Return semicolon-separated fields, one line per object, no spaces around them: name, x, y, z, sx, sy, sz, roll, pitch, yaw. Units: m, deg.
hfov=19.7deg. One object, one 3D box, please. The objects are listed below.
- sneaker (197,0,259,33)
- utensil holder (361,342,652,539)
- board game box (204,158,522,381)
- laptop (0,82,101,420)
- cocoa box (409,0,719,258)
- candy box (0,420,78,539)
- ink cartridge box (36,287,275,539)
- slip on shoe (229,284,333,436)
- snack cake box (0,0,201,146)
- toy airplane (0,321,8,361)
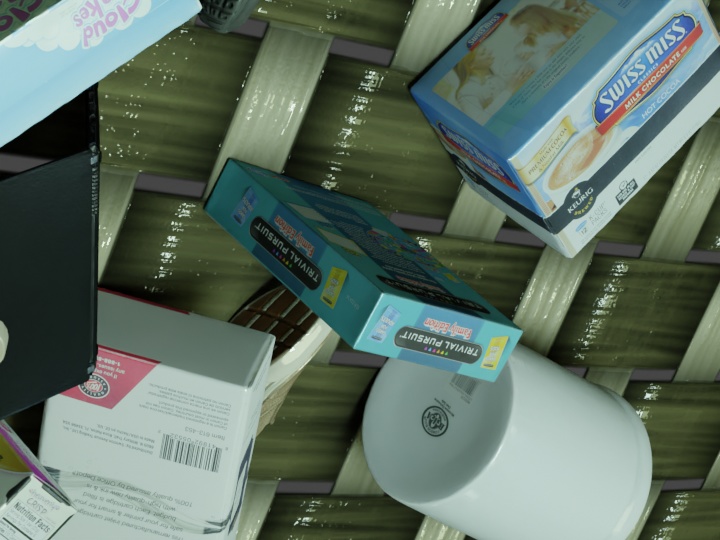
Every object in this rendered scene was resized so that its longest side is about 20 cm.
sneaker;-0.050;-0.248;1.376;0.090;0.076;0.201;3;119;-48
utensil holder;0.120;0.148;1.729;0.200;0.170;0.170;28;100;-45
board game box;0.000;0.000;1.496;0.150;0.200;0.047;16;109;-44
laptop;-0.220;-0.018;1.344;0.102;0.200;0.178;1;123;-9
cocoa box;0.165;-0.141;1.584;0.200;0.133;0.131;-44;137;-6
candy box;-0.307;0.186;1.418;0.200;0.136;0.061;-46;138;-5
ink cartridge box;-0.153;0.131;1.495;0.084;0.144;0.201;-66;170;-61
slip on shoe;-0.084;0.091;1.581;0.200;0.076;0.061;-47;132;2
snack cake box;-0.213;-0.153;1.271;0.200;0.115;0.067;-37;136;-14
toy airplane;-0.306;-0.016;1.168;0.198;0.141;0.201;-9;121;-13
